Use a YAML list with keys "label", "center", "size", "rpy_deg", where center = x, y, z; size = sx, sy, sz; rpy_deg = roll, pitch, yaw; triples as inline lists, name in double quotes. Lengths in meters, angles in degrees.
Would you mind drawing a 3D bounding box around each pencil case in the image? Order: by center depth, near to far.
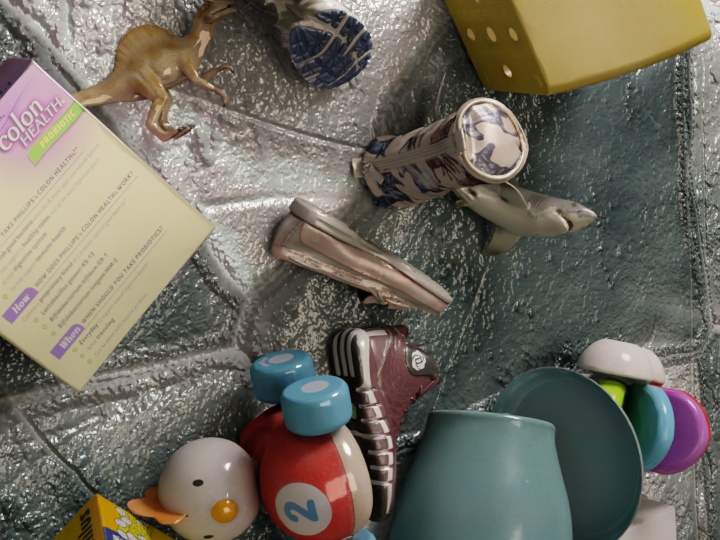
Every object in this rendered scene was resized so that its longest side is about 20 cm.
- label: "pencil case"
  center: [0.074, -0.107, 1.044]
  size: [0.089, 0.200, 0.078]
  rpy_deg: [-15, 93, -27]

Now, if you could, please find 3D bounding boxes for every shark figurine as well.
- label: "shark figurine"
  center: [0.136, -0.103, 1.176]
  size: [0.214, 0.128, 0.090]
  rpy_deg: [37, 48, -13]

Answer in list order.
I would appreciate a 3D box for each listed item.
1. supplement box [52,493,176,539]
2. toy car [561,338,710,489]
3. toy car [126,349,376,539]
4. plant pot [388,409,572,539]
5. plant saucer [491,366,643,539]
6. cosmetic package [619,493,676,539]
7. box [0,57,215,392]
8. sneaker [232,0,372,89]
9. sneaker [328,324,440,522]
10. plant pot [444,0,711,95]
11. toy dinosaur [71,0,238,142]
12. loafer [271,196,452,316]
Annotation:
- label: "supplement box"
  center: [-0.181, 0.304, 0.952]
  size: [0.110, 0.109, 0.200]
  rpy_deg: [-47, 121, 6]
- label: "toy car"
  center: [0.317, 0.176, 1.241]
  size: [0.200, 0.150, 0.176]
  rpy_deg: [19, 83, -65]
- label: "toy car"
  center: [-0.105, 0.196, 0.986]
  size: [0.199, 0.177, 0.185]
  rpy_deg: [-16, 107, -19]
- label: "plant pot"
  center: [0.125, 0.243, 1.130]
  size: [0.200, 0.200, 0.189]
  rpy_deg: [15, 75, -34]
- label: "plant saucer"
  center: [0.220, 0.201, 1.176]
  size: [0.027, 0.200, 0.201]
  rpy_deg: [-6, 98, -44]
- label: "cosmetic package"
  center: [0.259, 0.326, 1.268]
  size: [0.200, 0.108, 0.085]
  rpy_deg: [-13, 102, -31]
- label: "box"
  center: [-0.255, -0.037, 0.884]
  size: [0.200, 0.097, 0.176]
  rpy_deg: [44, 78, -29]
- label: "sneaker"
  center: [-0.057, -0.248, 1.016]
  size: [0.077, 0.085, 0.200]
  rpy_deg: [-33, 142, 11]
- label: "sneaker"
  center: [0.039, 0.149, 1.124]
  size: [0.115, 0.076, 0.201]
  rpy_deg: [-12, 101, -35]
- label: "plant pot"
  center: [0.200, -0.282, 1.125]
  size: [0.176, 0.200, 0.200]
  rpy_deg: [-34, 113, -14]
- label: "toy dinosaur"
  center: [-0.184, -0.163, 0.966]
  size: [0.200, 0.058, 0.101]
  rpy_deg: [-33, 95, -13]
- label: "loafer"
  center: [0.000, 0.000, 1.093]
  size: [0.200, 0.072, 0.063]
  rpy_deg: [32, 94, -25]
